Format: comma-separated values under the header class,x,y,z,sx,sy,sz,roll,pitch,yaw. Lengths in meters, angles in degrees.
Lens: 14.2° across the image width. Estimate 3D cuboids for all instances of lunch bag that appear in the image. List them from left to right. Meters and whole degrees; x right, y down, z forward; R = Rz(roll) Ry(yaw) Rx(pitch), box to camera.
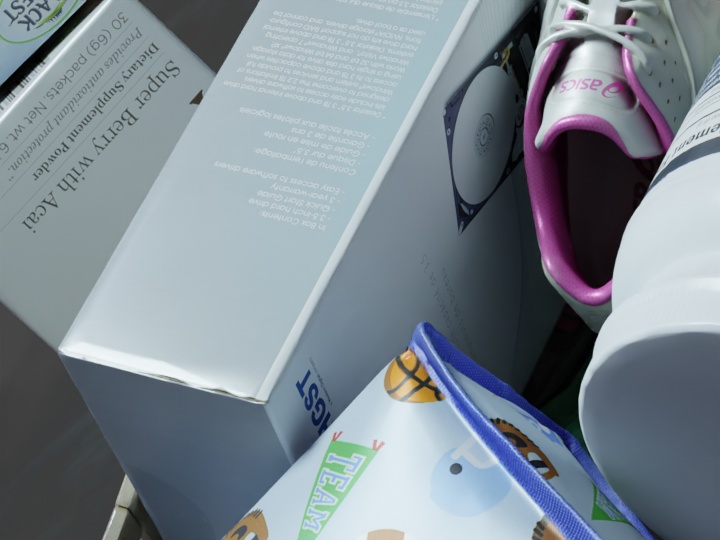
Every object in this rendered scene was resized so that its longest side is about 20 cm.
class,x,y,z,sx,sy,sz,roll,pitch,yaw
lunch bag,0.030,0.145,0.802,0.170,0.124,0.200,-45,52,9

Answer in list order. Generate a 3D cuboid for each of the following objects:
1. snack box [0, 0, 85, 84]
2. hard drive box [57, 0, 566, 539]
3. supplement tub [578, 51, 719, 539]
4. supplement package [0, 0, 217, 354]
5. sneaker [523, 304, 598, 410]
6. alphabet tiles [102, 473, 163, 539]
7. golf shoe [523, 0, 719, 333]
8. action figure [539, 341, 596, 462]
class,x,y,z,sx,sy,sz,roll,pitch,yaw
snack box,-0.175,-0.089,1.136,0.200,0.053,0.142,-43,19,12
hard drive box,0.000,0.000,0.938,0.076,0.156,0.201,13,59,26
supplement tub,0.157,-0.016,0.838,0.140,0.140,0.201,-25,29,52
supplement package,-0.072,-0.007,1.139,0.121,0.200,0.120,-48,17,-2
sneaker,0.071,0.007,1.075,0.200,0.084,0.077,-43,-3,5
alphabet tiles,-0.059,0.067,1.000,0.167,0.007,0.201,75,-146,-74
golf shoe,0.088,-0.076,0.903,0.075,0.202,0.091,-2,0,23
action figure,0.135,0.007,0.987,0.200,0.055,0.118,-44,18,-14
